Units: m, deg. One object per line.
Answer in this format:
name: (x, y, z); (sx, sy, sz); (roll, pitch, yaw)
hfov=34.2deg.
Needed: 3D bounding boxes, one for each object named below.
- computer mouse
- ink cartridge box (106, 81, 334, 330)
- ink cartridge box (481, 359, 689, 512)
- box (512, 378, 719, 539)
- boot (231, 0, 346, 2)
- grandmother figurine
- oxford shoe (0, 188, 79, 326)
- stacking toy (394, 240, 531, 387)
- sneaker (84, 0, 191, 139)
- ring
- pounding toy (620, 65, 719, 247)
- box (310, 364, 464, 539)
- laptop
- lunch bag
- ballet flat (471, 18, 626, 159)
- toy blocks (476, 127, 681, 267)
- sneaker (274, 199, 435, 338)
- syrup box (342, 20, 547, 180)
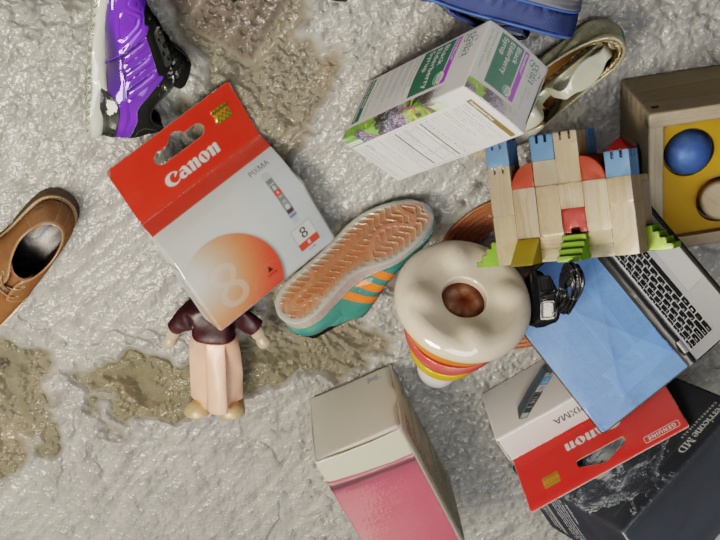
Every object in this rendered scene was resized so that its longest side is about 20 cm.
computer mouse: (0.201, 0.023, 1.185); (0.034, 0.200, 0.059); (-1, 82, -6)
ink cartridge box: (-0.136, -0.064, 1.195); (0.162, 0.050, 0.200); (-39, 122, -15)
ink cartridge box: (0.247, 0.156, 1.321); (0.200, 0.176, 0.045); (-31, 118, 10)
box: (0.316, 0.223, 1.317); (0.197, 0.200, 0.118); (-43, 119, -14)
boot: (-0.071, -0.342, 1.078); (0.130, 0.068, 0.201); (3, 117, -1)
grandmother figurine: (-0.160, 0.073, 1.296); (0.121, 0.061, 0.201); (-4, 120, -4)
oxford shoe: (-0.370, 0.003, 1.229); (0.071, 0.071, 0.200); (32, 113, -23)
stacking toy: (0.095, 0.075, 1.287); (0.145, 0.147, 0.200); (3, 147, -8)
sneaker: (-0.211, -0.219, 1.130); (0.099, 0.070, 0.201); (3, 123, -16)
ring: (0.178, 0.007, 1.322); (0.199, 0.019, 0.201); (-3, 118, -5)
pounding toy: (0.380, -0.094, 1.217); (0.183, 0.142, 0.201); (-9, 119, -1)
box: (0.031, 0.236, 1.368); (0.109, 0.128, 0.201); (-23, 118, 8)
laptop: (0.264, 0.040, 1.223); (0.116, 0.188, 0.200); (-33, 164, -17)
lunch bag: (0.128, -0.290, 1.084); (0.199, 0.136, 0.133); (13, 115, -13)
ballet flat: (0.185, -0.181, 1.193); (0.200, 0.062, 0.067); (-42, 115, 16)
toy blocks: (0.207, -0.080, 1.168); (0.199, 0.100, 0.137); (-5, 94, 33)
sneaker: (0.000, 0.000, 1.276); (0.200, 0.071, 0.080); (-36, 153, 0)
syrup box: (0.077, -0.157, 1.118); (0.081, 0.079, 0.200); (33, 155, -24)
